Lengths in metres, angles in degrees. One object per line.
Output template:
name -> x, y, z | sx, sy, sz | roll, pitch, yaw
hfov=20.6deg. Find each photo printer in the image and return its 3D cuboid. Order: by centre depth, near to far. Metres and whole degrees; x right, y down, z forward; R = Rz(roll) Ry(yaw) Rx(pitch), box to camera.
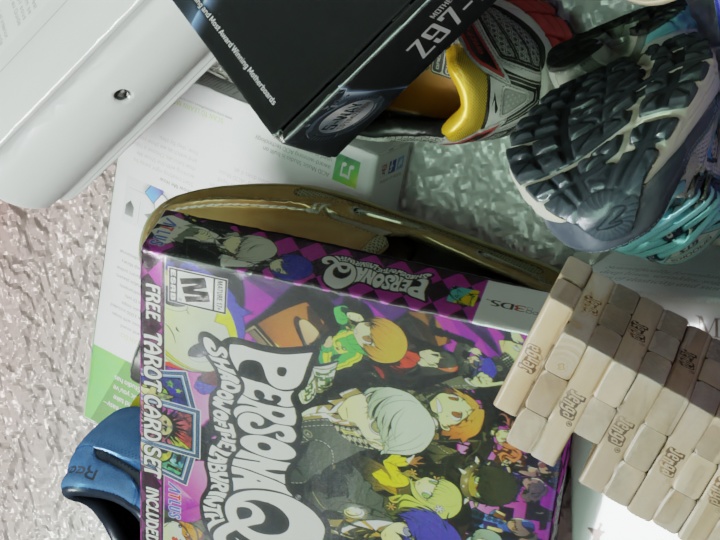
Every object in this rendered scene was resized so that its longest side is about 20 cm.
photo printer -> -0.112, -0.149, 0.881 | 0.200, 0.069, 0.167 | -41, 53, 30

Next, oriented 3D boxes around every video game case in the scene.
video game case -> -0.004, 0.082, 0.831 | 0.181, 0.036, 0.201 | 12, 124, 11

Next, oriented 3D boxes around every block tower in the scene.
block tower -> 0.147, 0.074, 0.713 | 0.200, 0.054, 0.058 | 28, 122, 6

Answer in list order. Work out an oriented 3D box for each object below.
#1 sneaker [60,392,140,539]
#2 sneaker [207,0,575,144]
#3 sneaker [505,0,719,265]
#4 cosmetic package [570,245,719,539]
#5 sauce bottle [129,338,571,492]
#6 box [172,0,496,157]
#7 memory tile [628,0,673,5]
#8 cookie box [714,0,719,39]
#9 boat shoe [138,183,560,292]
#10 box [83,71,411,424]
sneaker -> -0.071, 0.155, 0.958 | 0.066, 0.078, 0.200 | -19, 112, 49
sneaker -> -0.008, -0.100, 0.853 | 0.200, 0.082, 0.078 | 13, 113, 34
sneaker -> 0.112, -0.040, 0.733 | 0.077, 0.200, 0.087 | -23, 104, 21
cosmetic package -> 0.144, 0.095, 0.821 | 0.101, 0.074, 0.201 | 6, 109, 32
sauce bottle -> -0.007, 0.073, 0.890 | 0.200, 0.065, 0.065 | 25, 119, 7
box -> -0.020, -0.169, 0.746 | 0.160, 0.043, 0.200 | -43, 69, 18
memory tile -> 0.157, -0.191, 0.693 | 0.153, 0.017, 0.201 | -5, 69, 36
cookie box -> 0.233, -0.086, 0.700 | 0.199, 0.075, 0.172 | -4, 102, 35
boat shoe -> 0.000, 0.000, 0.843 | 0.199, 0.076, 0.072 | 8, 86, 5
box -> -0.059, 0.008, 0.955 | 0.144, 0.036, 0.201 | 24, 116, 26
